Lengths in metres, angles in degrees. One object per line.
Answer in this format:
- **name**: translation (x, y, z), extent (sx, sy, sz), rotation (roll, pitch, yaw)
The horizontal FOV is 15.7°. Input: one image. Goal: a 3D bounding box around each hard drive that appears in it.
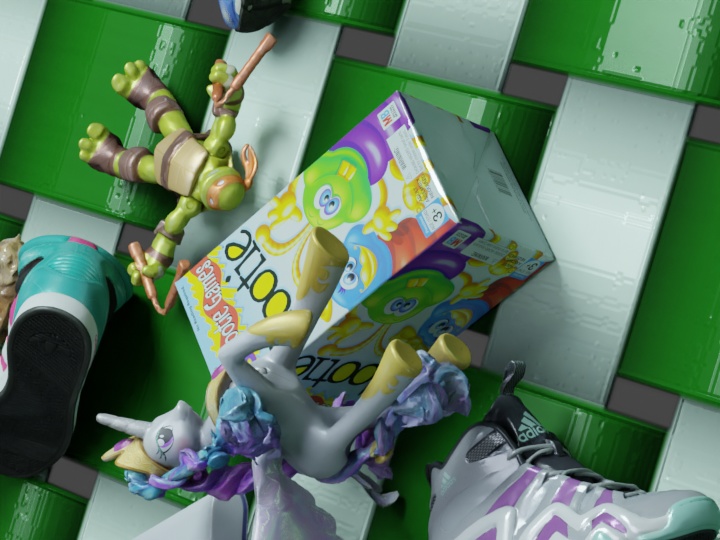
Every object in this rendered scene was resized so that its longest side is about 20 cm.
- **hard drive**: translation (-0.124, 0.226, 1.643), extent (0.200, 0.025, 0.133), rotation (-34, 49, 57)

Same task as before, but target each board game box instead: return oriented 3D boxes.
- **board game box**: translation (0.000, 0.000, 1.608), extent (0.200, 0.103, 0.105), rotation (-40, 56, 25)

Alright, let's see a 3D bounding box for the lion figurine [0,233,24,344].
- **lion figurine**: translation (-0.291, 0.070, 1.825), extent (0.122, 0.072, 0.201), rotation (-24, 43, 40)

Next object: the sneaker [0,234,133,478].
- **sneaker**: translation (-0.214, 0.046, 1.789), extent (0.200, 0.083, 0.121), rotation (121, 170, -47)

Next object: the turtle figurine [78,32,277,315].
- **turtle figurine**: translation (-0.116, -0.083, 1.751), extent (0.161, 0.064, 0.201), rotation (36, 111, 47)

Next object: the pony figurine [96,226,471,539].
- **pony figurine**: translation (-0.031, 0.097, 1.520), extent (0.200, 0.193, 0.167), rotation (-42, 20, 27)

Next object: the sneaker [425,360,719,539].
- **sneaker**: translation (0.111, 0.116, 1.505), extent (0.199, 0.078, 0.141), rotation (-20, 67, 34)

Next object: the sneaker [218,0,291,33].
- **sneaker**: translation (-0.093, -0.257, 1.756), extent (0.089, 0.078, 0.202), rotation (-13, 83, 38)
